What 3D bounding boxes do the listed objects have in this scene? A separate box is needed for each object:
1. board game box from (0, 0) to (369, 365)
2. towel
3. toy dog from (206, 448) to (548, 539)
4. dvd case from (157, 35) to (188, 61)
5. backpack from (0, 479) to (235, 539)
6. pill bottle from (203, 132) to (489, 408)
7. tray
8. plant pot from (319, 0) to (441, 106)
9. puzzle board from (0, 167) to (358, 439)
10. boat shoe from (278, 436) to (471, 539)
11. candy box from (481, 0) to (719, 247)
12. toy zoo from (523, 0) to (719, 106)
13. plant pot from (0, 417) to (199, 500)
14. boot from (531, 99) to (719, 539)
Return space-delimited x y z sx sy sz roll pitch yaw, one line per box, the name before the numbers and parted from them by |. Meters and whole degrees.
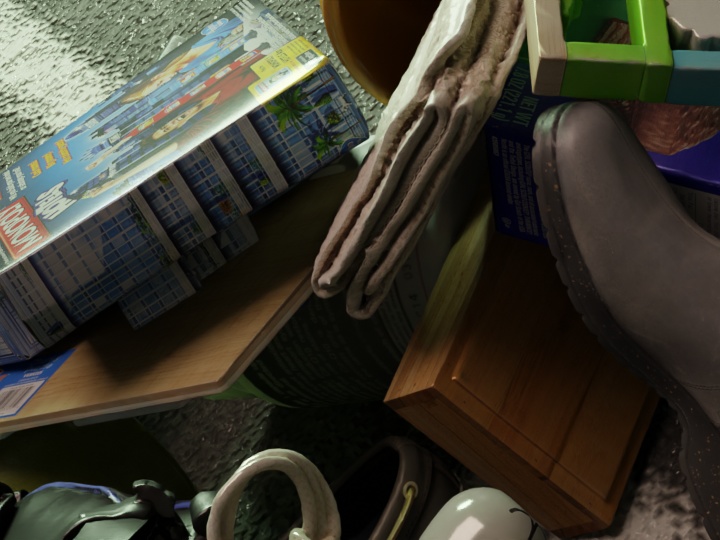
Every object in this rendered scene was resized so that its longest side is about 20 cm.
board game box | -0.097 -0.022 1.170 0.199 0.062 0.200 -34 16 -1
towel | 0.038 -0.084 1.115 0.133 0.034 0.200 -59 4 42
toy dog | 0.004 0.164 0.960 0.096 0.131 0.201 8 80 61
dvd case | -0.125 0.002 1.402 0.022 0.146 0.201 23 66 11
backpack | -0.116 0.179 1.053 0.190 0.154 0.200 -44 14 -22
pill bottle | 0.000 0.000 1.262 0.199 0.114 0.114 -9 46 44
tray | 0.090 -0.004 1.172 0.037 0.099 0.201 -21 38 51
plant pot | 0.065 -0.194 1.277 0.200 0.200 0.184 -32 48 20
puzzle board | -0.086 0.019 1.186 0.199 0.017 0.151 -13 27 41
boat shoe | -0.034 0.151 1.178 0.202 0.060 0.072 -45 31 0
candy box | 0.169 -0.074 1.108 0.199 0.077 0.170 15 59 18
toy zoo | 0.157 -0.111 1.052 0.199 0.021 0.132 2 49 -5
plant pot | -0.167 0.146 1.237 0.200 0.201 0.193 6 46 52
boot | 0.155 0.009 1.012 0.131 0.201 0.070 -24 15 34
